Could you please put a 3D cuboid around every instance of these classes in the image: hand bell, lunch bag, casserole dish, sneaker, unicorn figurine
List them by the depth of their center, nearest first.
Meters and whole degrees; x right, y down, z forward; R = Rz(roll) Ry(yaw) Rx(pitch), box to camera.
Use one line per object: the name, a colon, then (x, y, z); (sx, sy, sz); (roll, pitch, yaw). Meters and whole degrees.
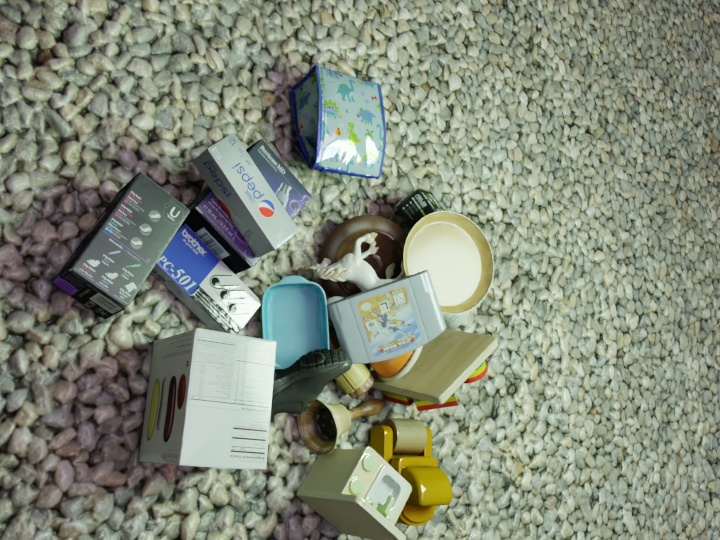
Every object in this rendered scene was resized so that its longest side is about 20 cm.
sneaker: (-0.102, 0.206, 1.342); (0.076, 0.198, 0.091); (-87, 154, -71)
casserole dish: (-0.119, 0.109, 1.379); (0.120, 0.039, 0.202); (-3, 95, -4)
unicorn figurine: (0.000, 0.000, 1.423); (0.199, 0.074, 0.137); (38, 66, 13)
hand bell: (-0.016, 0.276, 1.441); (0.199, 0.104, 0.105); (-9, 85, -48)
lunch bag: (-0.041, -0.285, 1.507); (0.169, 0.127, 0.202); (3, 68, -36)

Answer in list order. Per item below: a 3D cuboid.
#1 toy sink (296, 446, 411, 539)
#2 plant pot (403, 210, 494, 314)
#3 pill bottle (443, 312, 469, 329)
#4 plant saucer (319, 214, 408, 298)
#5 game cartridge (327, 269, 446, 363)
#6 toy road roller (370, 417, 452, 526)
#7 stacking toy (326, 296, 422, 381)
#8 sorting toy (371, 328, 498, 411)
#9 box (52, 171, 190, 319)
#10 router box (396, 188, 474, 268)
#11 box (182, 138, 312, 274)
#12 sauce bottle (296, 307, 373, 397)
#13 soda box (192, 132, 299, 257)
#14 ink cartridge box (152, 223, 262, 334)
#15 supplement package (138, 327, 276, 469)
toy sink: (0.004, 0.398, 1.345); (0.130, 0.199, 0.112); (45, 58, -19)
plant pot: (0.167, -0.014, 1.449); (0.198, 0.027, 0.202); (4, 79, -23)
pill bottle: (0.146, 0.032, 1.587); (0.200, 0.104, 0.105); (47, 57, -19)
plant saucer: (0.017, -0.010, 1.484); (0.198, 0.037, 0.203); (0, 92, -5)
game cartridge: (0.052, 0.093, 1.380); (0.198, 0.042, 0.134); (-19, 91, -3)
toy road roller: (0.104, 0.389, 1.452); (0.122, 0.146, 0.202); (9, 75, -34)
stacking toy: (0.012, 0.112, 1.441); (0.199, 0.146, 0.147); (29, 64, -24)
sorting toy: (0.150, 0.204, 1.503); (0.200, 0.198, 0.070); (-38, 118, -35)
box: (-0.383, -0.039, 1.205); (0.106, 0.122, 0.201); (39, 61, -22)
router box: (0.170, -0.074, 1.577); (0.201, 0.062, 0.150); (55, 14, 7)
box: (-0.210, -0.114, 1.360); (0.148, 0.104, 0.201); (46, 58, -18)
sauce bottle: (-0.052, 0.152, 1.441); (0.066, 0.066, 0.201); (-44, 108, -34)
soda box: (-0.194, -0.125, 1.266); (0.063, 0.068, 0.201); (-41, 104, -36)
ink cartridge box: (-0.274, 0.024, 1.320); (0.200, 0.044, 0.094); (48, 55, -18)
supplement package: (-0.248, 0.212, 1.206); (0.146, 0.191, 0.202); (13, 72, -32)
